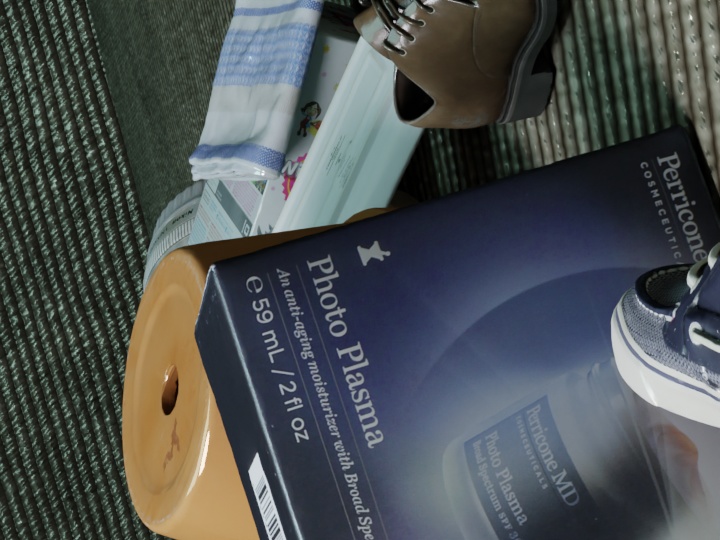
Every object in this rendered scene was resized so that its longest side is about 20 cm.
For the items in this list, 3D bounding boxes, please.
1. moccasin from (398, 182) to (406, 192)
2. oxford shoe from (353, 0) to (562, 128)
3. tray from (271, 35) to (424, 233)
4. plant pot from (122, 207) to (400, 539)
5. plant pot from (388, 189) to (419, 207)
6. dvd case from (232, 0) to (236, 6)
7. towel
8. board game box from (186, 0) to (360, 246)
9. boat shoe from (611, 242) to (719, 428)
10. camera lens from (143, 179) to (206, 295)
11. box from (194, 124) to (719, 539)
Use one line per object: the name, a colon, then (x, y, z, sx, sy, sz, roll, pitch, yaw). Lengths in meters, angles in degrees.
moccasin: (0.000, -0.001, 1.548, 0.202, 0.077, 0.074, 90, 163, -57)
oxford shoe: (0.041, -0.122, 1.064, 0.200, 0.084, 0.073, 89, 163, -56)
tray: (-0.006, -0.058, 1.300, 0.200, 0.022, 0.107, -65, 24, 19)
plant pot: (-0.030, 0.062, 1.174, 0.200, 0.140, 0.201, -173, 90, -67)
plant pot: (0.029, 0.056, 1.331, 0.201, 0.092, 0.202, -175, 90, -68)
dvd case: (-0.103, -0.268, 1.874, 0.149, 0.016, 0.201, 134, 119, -80)
towel: (-0.053, -0.148, 1.426, 0.147, 0.024, 0.201, -171, 95, -71)
board game box: (-0.046, -0.060, 1.473, 0.148, 0.064, 0.201, -129, 54, -68)
boat shoe: (0.138, 0.005, 0.785, 0.200, 0.074, 0.093, -147, 47, -64)
camera lens: (-0.079, 0.045, 1.773, 0.200, 0.159, 0.160, -97, -1, -46)
box: (0.059, 0.072, 0.946, 0.123, 0.198, 0.201, 119, 133, -74)
